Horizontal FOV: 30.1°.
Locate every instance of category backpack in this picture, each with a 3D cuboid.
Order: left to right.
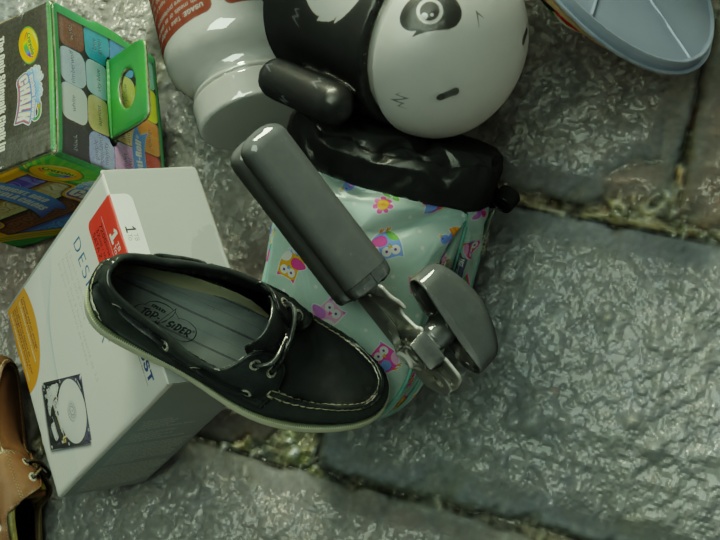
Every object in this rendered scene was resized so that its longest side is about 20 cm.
[{"bbox_3d":[0.000,0.000,0.901,0.166,0.126,0.202,19,107,16],"label":"backpack"}]

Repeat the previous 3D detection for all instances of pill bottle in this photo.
[{"bbox_3d":[-0.101,-0.200,1.010,0.111,0.112,0.202,-20,70,13],"label":"pill bottle"}]

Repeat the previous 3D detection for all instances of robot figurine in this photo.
[{"bbox_3d":[0.016,-0.165,0.868,0.199,0.124,0.151,33,106,38],"label":"robot figurine"}]

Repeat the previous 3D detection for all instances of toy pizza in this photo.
[{"bbox_3d":[0.161,-0.211,0.907,0.032,0.199,0.202,-40,63,42],"label":"toy pizza"}]

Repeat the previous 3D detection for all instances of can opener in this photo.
[{"bbox_3d":[0.006,-0.011,0.816,0.067,0.053,0.201,-40,97,-19],"label":"can opener"}]

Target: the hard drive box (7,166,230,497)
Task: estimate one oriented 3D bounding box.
[{"bbox_3d":[-0.164,0.046,0.936,0.200,0.076,0.157,-44,60,45],"label":"hard drive box"}]

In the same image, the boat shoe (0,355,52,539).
[{"bbox_3d":[-0.262,0.161,1.005,0.067,0.072,0.202,-2,85,14],"label":"boat shoe"}]

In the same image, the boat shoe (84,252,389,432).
[{"bbox_3d":[-0.070,0.037,0.806,0.198,0.066,0.075,27,65,-2],"label":"boat shoe"}]

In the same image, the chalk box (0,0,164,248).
[{"bbox_3d":[-0.228,-0.111,1.011,0.199,0.124,0.126,-15,70,27],"label":"chalk box"}]
